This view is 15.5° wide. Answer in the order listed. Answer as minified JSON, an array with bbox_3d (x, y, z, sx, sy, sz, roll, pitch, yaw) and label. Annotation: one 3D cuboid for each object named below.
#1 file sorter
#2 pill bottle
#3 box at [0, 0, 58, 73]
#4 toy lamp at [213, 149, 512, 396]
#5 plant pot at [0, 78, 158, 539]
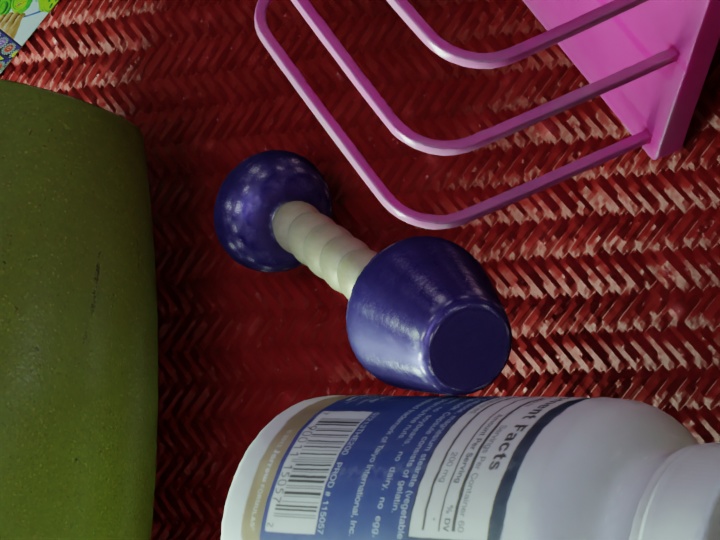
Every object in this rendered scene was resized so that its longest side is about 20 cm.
[{"bbox_3d":[0.045,-0.131,0.914,0.139,0.125,0.201,53,153,27],"label":"file sorter"},{"bbox_3d":[0.057,0.099,0.906,0.199,0.111,0.112,-1,86,42],"label":"pill bottle"},{"bbox_3d":[-0.241,-0.177,1.199,0.193,0.122,0.201,-46,62,26],"label":"box"},{"bbox_3d":[0.000,0.000,0.989,0.200,0.058,0.059,35,110,61],"label":"toy lamp"},{"bbox_3d":[-0.157,0.028,1.102,0.186,0.187,0.201,8,79,38],"label":"plant pot"}]
